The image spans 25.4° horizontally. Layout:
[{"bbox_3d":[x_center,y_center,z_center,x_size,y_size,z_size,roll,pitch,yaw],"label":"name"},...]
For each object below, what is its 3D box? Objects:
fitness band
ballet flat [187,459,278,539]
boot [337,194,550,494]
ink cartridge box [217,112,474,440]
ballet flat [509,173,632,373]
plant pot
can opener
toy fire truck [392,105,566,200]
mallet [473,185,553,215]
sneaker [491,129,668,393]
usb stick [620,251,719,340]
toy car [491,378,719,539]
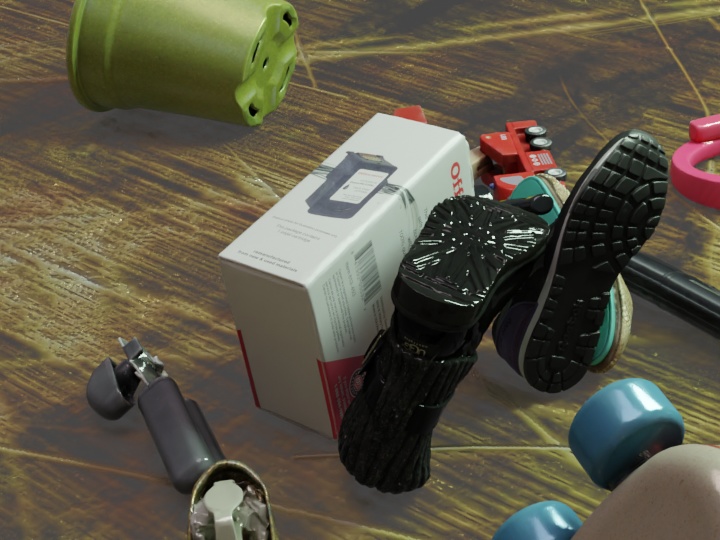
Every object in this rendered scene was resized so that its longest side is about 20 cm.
[{"bbox_3d":[0.379,-0.103,1.457,0.198,0.038,0.144,-14,33,-15],"label":"fitness band"},{"bbox_3d":[-0.077,0.185,0.966,0.070,0.071,0.200,-6,29,-3],"label":"ballet flat"},{"bbox_3d":[0.055,0.045,1.111,0.079,0.159,0.211,24,30,17],"label":"boot"},{"bbox_3d":[0.000,0.000,1.174,0.084,0.146,0.200,18,45,33],"label":"ink cartridge box"},{"bbox_3d":[0.177,0.003,1.248,0.065,0.070,0.201,23,36,-37],"label":"ballet flat"},{"bbox_3d":[-0.169,-0.234,1.634,0.183,0.202,0.200,19,35,16],"label":"plant pot"},{"bbox_3d":[-0.146,0.114,1.138,0.067,0.053,0.200,-40,34,2],"label":"can opener"},{"bbox_3d":[0.105,-0.093,1.459,0.140,0.049,0.200,-6,30,-3],"label":"toy fire truck"},{"bbox_3d":[0.112,-0.049,1.263,0.065,0.042,0.200,-14,4,-24],"label":"mallet"},{"bbox_3d":[0.150,-0.018,1.178,0.075,0.201,0.088,20,11,-30],"label":"sneaker"},{"bbox_3d":[0.272,0.033,1.218,0.055,0.033,0.200,13,13,-41],"label":"usb stick"},{"bbox_3d":[0.210,0.182,0.887,0.199,0.178,0.185,11,30,-38],"label":"toy car"}]
